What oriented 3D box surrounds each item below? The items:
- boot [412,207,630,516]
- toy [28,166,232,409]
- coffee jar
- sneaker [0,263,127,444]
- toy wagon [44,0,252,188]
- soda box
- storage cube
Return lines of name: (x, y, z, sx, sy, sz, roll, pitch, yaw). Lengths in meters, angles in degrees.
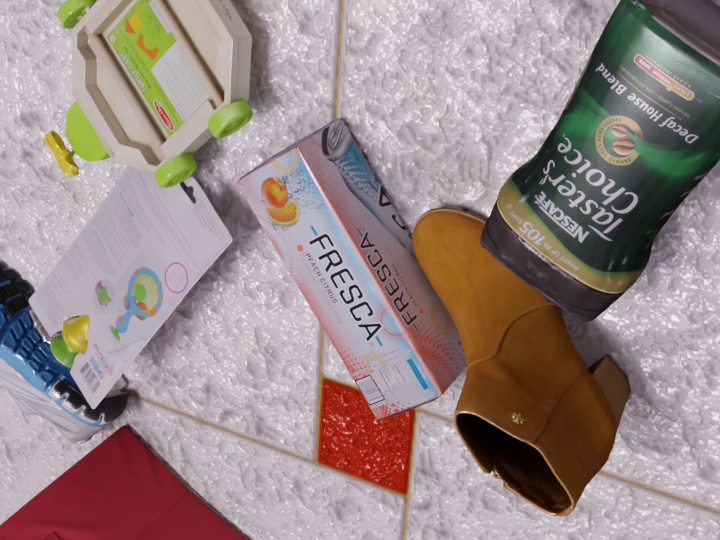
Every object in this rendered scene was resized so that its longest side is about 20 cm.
boot: (0.087, 0.054, 0.850, 0.201, 0.144, 0.071, 45, 126, 4)
toy: (-0.173, 0.002, 1.027, 0.200, 0.047, 0.115, -46, 65, 23)
coffee jar: (0.156, -0.067, 0.788, 0.104, 0.085, 0.200, 37, 126, 10)
sneaker: (-0.296, 0.077, 1.132, 0.200, 0.075, 0.087, 45, 133, 4)
toy wagon: (-0.162, -0.139, 0.956, 0.200, 0.040, 0.156, -37, 82, 37)
soda box: (0.000, 0.000, 0.921, 0.063, 0.068, 0.201, -24, 100, 36)
storage cube: (-0.227, 0.277, 1.120, 0.171, 0.180, 0.200, 41, 128, 7)
